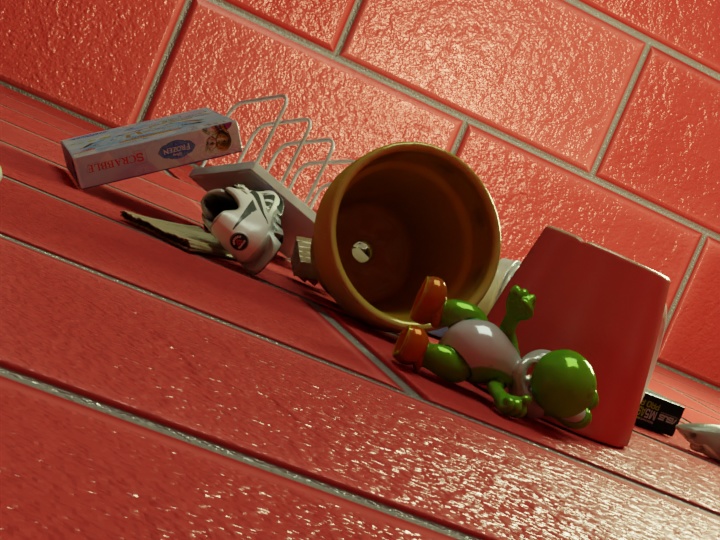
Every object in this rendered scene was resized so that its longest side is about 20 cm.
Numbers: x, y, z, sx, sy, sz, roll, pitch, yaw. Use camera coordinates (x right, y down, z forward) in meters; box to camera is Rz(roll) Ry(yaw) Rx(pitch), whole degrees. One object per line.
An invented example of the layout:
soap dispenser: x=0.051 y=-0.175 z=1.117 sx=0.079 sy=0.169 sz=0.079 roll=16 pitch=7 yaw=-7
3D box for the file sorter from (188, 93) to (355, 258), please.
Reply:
file sorter: x=-0.094 y=-0.121 z=1.793 sx=0.138 sy=0.125 sz=0.200 roll=0 pitch=-33 yaw=49

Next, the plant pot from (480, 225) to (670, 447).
plant pot: x=0.222 y=0.062 z=1.407 sx=0.199 sy=0.179 sz=0.200 roll=23 pitch=3 yaw=-1

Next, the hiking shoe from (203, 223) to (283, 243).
hiking shoe: x=-0.127 y=-0.057 z=1.694 sx=0.086 sy=0.075 sz=0.200 roll=21 pitch=4 yaw=-24

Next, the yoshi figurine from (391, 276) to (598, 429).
yoshi figurine: x=0.137 y=0.081 z=1.247 sx=0.199 sy=0.113 sz=0.112 roll=26 pitch=19 yaw=-4

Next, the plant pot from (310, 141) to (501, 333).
plant pot: x=0.029 y=-0.028 z=1.507 sx=0.199 sy=0.202 sz=0.189 roll=22 pitch=-13 yaw=-16

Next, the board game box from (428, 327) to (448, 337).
board game box: x=0.059 y=0.042 z=1.762 sx=0.151 sy=0.037 sz=0.199 roll=21 pitch=5 yaw=-44

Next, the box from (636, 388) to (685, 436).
box: x=0.297 y=0.145 z=1.742 sx=0.199 sy=0.045 sz=0.160 roll=21 pitch=4 yaw=-37

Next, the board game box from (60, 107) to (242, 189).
board game box: x=-0.262 y=-0.154 z=1.670 sx=0.198 sy=0.042 sz=0.199 roll=-14 pitch=15 yaw=-13

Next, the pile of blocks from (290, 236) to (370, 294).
pile of blocks: x=0.000 y=0.000 z=1.654 sx=0.199 sy=0.063 sz=0.082 roll=-6 pitch=37 yaw=-33

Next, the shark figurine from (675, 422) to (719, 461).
shark figurine: x=0.497 y=0.212 z=1.742 sx=0.128 sy=0.090 sz=0.214 roll=27 pitch=7 yaw=28

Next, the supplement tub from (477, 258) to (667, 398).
supplement tub: x=0.241 y=0.071 z=1.571 sx=0.199 sy=0.146 sz=0.144 roll=17 pitch=1 yaw=20

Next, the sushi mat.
sushi mat: x=-0.187 y=-0.037 z=1.514 sx=0.095 sy=0.012 sz=0.200 roll=24 pitch=4 yaw=17

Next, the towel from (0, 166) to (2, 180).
towel: x=-0.407 y=-0.124 z=1.088 sx=0.199 sy=0.048 sz=0.171 roll=25 pitch=4 yaw=12

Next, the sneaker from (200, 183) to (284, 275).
sneaker: x=-0.137 y=-0.068 z=1.519 sx=0.088 sy=0.074 sz=0.200 roll=39 pitch=7 yaw=-16
